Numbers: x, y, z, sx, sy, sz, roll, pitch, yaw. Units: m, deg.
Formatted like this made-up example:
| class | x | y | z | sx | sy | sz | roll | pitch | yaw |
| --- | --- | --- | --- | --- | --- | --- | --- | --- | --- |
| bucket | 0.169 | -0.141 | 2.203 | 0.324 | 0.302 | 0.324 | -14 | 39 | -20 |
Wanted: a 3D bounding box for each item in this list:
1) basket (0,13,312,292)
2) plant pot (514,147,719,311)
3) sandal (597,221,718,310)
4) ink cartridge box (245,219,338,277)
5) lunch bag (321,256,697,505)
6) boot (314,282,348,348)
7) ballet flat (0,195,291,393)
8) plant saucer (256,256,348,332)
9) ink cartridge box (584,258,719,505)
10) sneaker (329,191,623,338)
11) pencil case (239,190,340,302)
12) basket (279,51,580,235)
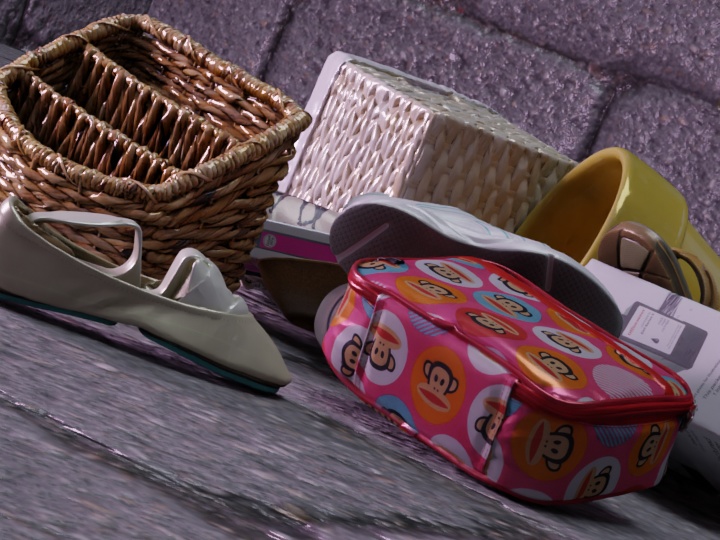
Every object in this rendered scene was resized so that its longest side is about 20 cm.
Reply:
| class | x | y | z | sx | sy | sz | roll | pitch | yaw |
| --- | --- | --- | --- | --- | --- | --- | --- | --- | --- |
| basket | -0.160 | -0.084 | 1.564 | 0.200 | 0.150 | 0.142 | 35 | 17 | 37 |
| plant pot | 0.213 | 0.038 | 1.836 | 0.189 | 0.201 | 0.201 | 37 | 1 | -14 |
| sandal | 0.227 | 0.019 | 1.683 | 0.080 | 0.054 | 0.200 | 27 | -17 | 41 |
| ink cartridge box | 0.000 | 0.000 | 1.710 | 0.199 | 0.037 | 0.095 | 11 | -9 | -1 |
| lunch bag | 0.095 | 0.062 | 1.405 | 0.176 | 0.082 | 0.200 | 0 | 26 | -48 |
| boot | 0.072 | 0.061 | 1.530 | 0.199 | 0.073 | 0.090 | 20 | -1 | -25 |
| ballet flat | -0.120 | 0.009 | 1.319 | 0.199 | 0.070 | 0.069 | 20 | 5 | -19 |
| plant saucer | 0.020 | 0.033 | 1.654 | 0.199 | 0.036 | 0.200 | 13 | -8 | 2 |
| ink cartridge box | 0.231 | 0.090 | 1.601 | 0.200 | 0.084 | 0.146 | 25 | -18 | 45 |
| sneaker | 0.079 | -0.006 | 1.529 | 0.199 | 0.071 | 0.080 | 24 | 19 | -3 |
| pencil case | 0.001 | 0.011 | 1.797 | 0.199 | 0.090 | 0.078 | 22 | -24 | 1 |
| basket | 0.049 | -0.050 | 1.951 | 0.197 | 0.201 | 0.161 | 17 | 8 | -40 |
